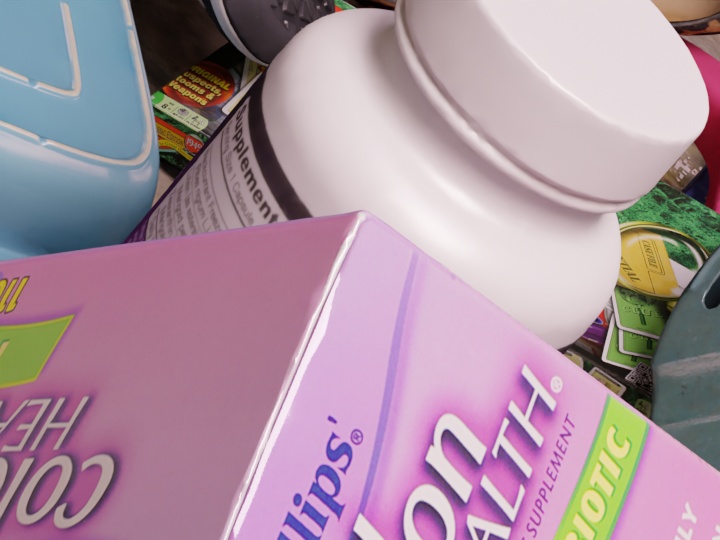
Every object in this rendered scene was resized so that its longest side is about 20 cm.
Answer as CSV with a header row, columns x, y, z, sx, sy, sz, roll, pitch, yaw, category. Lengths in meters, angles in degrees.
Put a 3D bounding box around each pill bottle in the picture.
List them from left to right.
x,y,z,sx,sy,sz,roll,pitch,yaw,category
0.000,0.000,0.730,0.111,0.200,0.112,29,33,-21,pill bottle

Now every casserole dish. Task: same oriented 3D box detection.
x,y,z,sx,sy,sz,roll,pitch,yaw,category
-0.120,-0.080,0.854,0.121,0.039,0.200,20,36,-33,casserole dish

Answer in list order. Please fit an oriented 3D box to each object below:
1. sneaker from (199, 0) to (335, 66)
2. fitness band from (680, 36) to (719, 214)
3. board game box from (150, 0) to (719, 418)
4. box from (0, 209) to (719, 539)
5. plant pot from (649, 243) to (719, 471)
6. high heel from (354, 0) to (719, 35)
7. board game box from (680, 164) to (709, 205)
x,y,z,sx,sy,sz,roll,pitch,yaw,category
-0.060,-0.122,0.939,0.200,0.083,0.072,-97,168,-59,sneaker
0.081,-0.045,0.990,0.143,0.037,0.200,18,32,3,fitness band
0.035,-0.025,0.895,0.200,0.023,0.105,30,39,17,board game box
-0.001,0.083,0.588,0.200,0.176,0.097,35,66,-31,box
0.200,0.071,0.824,0.196,0.200,0.200,38,27,-40,plant pot
0.095,-0.110,0.990,0.200,0.072,0.143,9,22,16,high heel
0.199,0.038,1.063,0.199,0.043,0.200,44,31,2,board game box
